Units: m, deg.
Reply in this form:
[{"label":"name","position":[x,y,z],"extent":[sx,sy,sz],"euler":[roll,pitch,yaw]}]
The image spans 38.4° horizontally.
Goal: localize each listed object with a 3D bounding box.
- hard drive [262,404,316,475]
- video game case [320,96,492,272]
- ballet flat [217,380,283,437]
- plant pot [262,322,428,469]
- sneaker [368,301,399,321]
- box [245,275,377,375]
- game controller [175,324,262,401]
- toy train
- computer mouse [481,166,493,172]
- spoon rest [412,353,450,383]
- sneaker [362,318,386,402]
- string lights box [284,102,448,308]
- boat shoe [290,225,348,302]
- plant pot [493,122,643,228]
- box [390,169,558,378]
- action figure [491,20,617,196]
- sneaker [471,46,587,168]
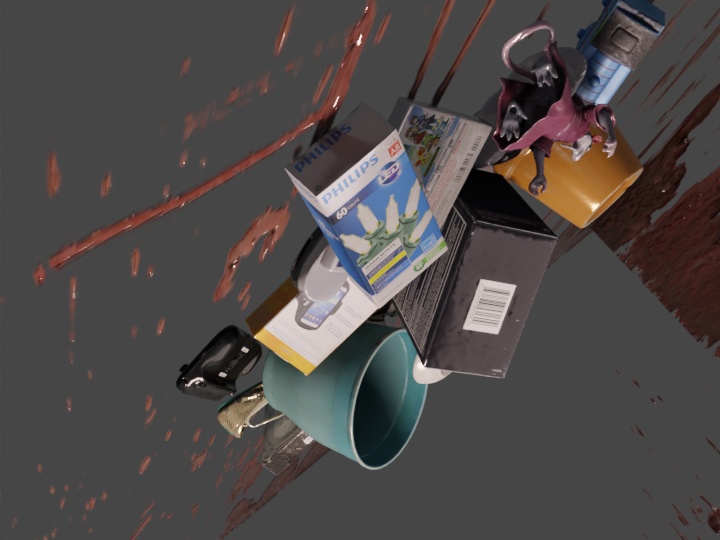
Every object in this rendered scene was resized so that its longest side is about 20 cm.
[{"label":"hard drive","position":[-0.101,0.218,1.670],"extent":[0.140,0.038,0.201],"euler":[-42,-158,19]},{"label":"video game case","position":[0.054,-0.087,1.150],"extent":[0.181,0.022,0.201],"euler":[1,121,-55]},{"label":"ballet flat","position":[-0.132,0.188,1.620],"extent":[0.200,0.075,0.068],"euler":[-40,169,-12]},{"label":"plant pot","position":[-0.030,0.159,1.485],"extent":[0.199,0.186,0.202],"euler":[-26,123,-50]},{"label":"sneaker","position":[0.027,0.044,1.489],"extent":[0.199,0.088,0.075],"euler":[-27,-150,39]},{"label":"box","position":[-0.038,0.033,1.322],"extent":[0.200,0.042,0.119],"euler":[-45,134,4]},{"label":"game controller","position":[-0.180,0.122,1.340],"extent":[0.105,0.042,0.200],"euler":[-56,170,-6]},{"label":"toy train","position":[0.315,-0.276,1.339],"extent":[0.201,0.086,0.115],"euler":[-57,-178,34]},{"label":"computer mouse","position":[0.162,-0.106,1.537],"extent":[0.200,0.043,0.111],"euler":[112,-1,-63]},{"label":"spoon rest","position":[0.134,0.074,1.479],"extent":[0.201,0.060,0.099],"euler":[-58,149,5]},{"label":"sneaker","position":[-0.012,0.148,1.646],"extent":[0.080,0.202,0.146],"euler":[-7,160,-33]},{"label":"string lights box","position":[0.011,-0.061,1.039],"extent":[0.103,0.059,0.201],"euler":[-40,143,-8]},{"label":"boat shoe","position":[-0.013,-0.055,1.185],"extent":[0.201,0.069,0.056],"euler":[-53,-146,-5]},{"label":"plant pot","position":[0.305,-0.170,1.511],"extent":[0.200,0.184,0.200],"euler":[-40,169,-10]},{"label":"box","position":[0.133,-0.006,1.307],"extent":[0.122,0.199,0.202],"euler":[9,115,-20]},{"label":"action figure","position":[0.227,-0.184,1.234],"extent":[0.133,0.151,0.199],"euler":[-24,163,31]},{"label":"sneaker","position":[0.208,-0.208,1.339],"extent":[0.200,0.076,0.114],"euler":[-41,172,10]}]
